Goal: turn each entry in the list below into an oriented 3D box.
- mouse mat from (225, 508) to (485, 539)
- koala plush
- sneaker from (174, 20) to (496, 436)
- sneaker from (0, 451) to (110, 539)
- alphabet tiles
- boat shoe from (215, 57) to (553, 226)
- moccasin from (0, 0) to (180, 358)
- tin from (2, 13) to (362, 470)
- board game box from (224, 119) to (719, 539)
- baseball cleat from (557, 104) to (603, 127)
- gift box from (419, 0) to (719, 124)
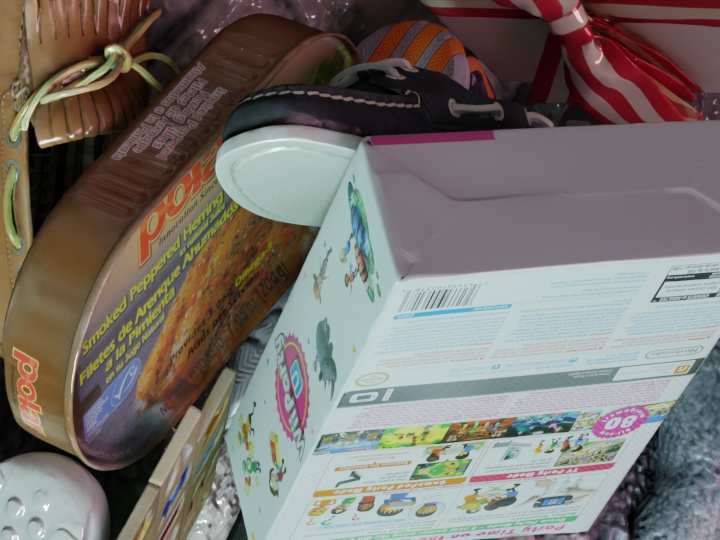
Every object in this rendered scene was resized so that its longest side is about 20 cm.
[{"bbox_3d":[-0.031,0.182,1.002,0.008,0.161,0.200,31,84,-42],"label":"mouse mat"},{"bbox_3d":[0.088,0.094,1.072,0.200,0.177,0.184,-13,125,-37],"label":"koala plush"},{"bbox_3d":[0.000,0.000,1.018,0.200,0.078,0.112,-52,147,-4],"label":"sneaker"},{"bbox_3d":[-0.134,0.134,0.911,0.080,0.076,0.200,-24,152,-47],"label":"sneaker"},{"bbox_3d":[-0.092,0.130,0.926,0.167,0.006,0.200,-62,175,-26],"label":"alphabet tiles"},{"bbox_3d":[0.012,-0.047,0.895,0.200,0.076,0.060,19,65,-60],"label":"boat shoe"},{"bbox_3d":[-0.105,-0.060,0.876,0.074,0.078,0.202,2,106,-47],"label":"moccasin"},{"bbox_3d":[-0.062,-0.015,0.881,0.200,0.042,0.112,-51,157,-38],"label":"tin"},{"bbox_3d":[0.045,0.030,0.889,0.147,0.064,0.200,-3,146,-22],"label":"board game box"},{"bbox_3d":[0.121,-0.035,1.037,0.070,0.106,0.200,35,43,-12],"label":"baseball cleat"},{"bbox_3d":[0.097,-0.165,0.973,0.185,0.200,0.187,36,65,-45],"label":"gift box"}]
